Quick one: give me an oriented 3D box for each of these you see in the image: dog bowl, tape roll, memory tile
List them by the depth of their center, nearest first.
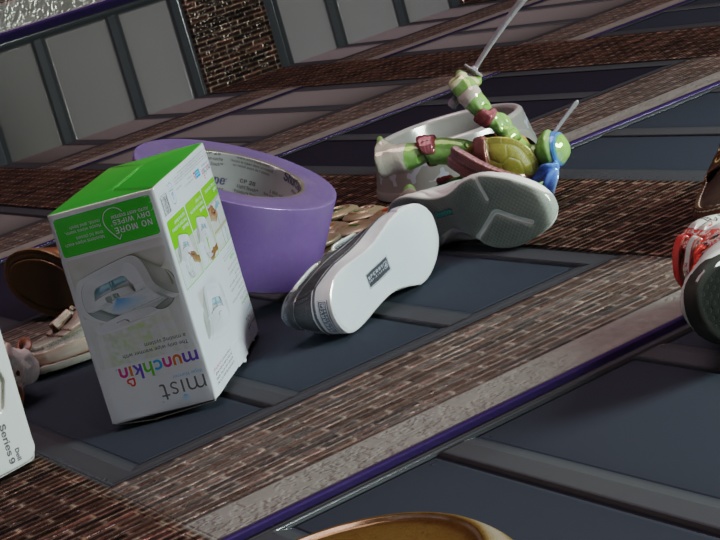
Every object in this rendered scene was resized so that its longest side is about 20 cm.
[{"bbox_3d":[-0.127,-0.054,1.695,0.198,0.086,0.200,12,17,-4],"label":"tape roll"},{"bbox_3d":[-0.048,-0.042,1.894,0.152,0.017,0.199,-25,15,-32],"label":"memory tile"},{"bbox_3d":[0.106,-0.137,2.011,0.198,0.059,0.200,-15,13,3],"label":"dog bowl"}]

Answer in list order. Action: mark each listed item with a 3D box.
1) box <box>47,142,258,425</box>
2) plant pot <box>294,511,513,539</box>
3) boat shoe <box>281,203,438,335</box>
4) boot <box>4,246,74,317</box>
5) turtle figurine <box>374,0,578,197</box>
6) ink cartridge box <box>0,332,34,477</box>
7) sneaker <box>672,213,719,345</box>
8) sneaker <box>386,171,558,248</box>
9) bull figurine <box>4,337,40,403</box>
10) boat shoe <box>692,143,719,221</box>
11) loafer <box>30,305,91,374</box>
[{"bbox_3d":[-0.162,0.006,1.459,0.096,0.178,0.200,-13,13,9],"label":"box"},{"bbox_3d":[-0.007,0.169,0.903,0.198,0.028,0.200,-15,13,3],"label":"plant pot"},{"bbox_3d":[0.000,0.000,1.542,0.067,0.072,0.200,-6,23,35],"label":"boat shoe"},{"bbox_3d":[-0.269,-0.009,1.920,0.198,0.075,0.155,3,21,24],"label":"boot"},{"bbox_3d":[0.122,-0.132,1.789,0.192,0.202,0.144,-16,-23,22],"label":"turtle figurine"},{"bbox_3d":[-0.363,0.097,1.394,0.198,0.148,0.084,-6,15,41],"label":"ink cartridge box"},{"bbox_3d":[0.245,0.006,1.197,0.107,0.068,0.200,-5,13,45],"label":"sneaker"},{"bbox_3d":[0.114,-0.062,1.650,0.080,0.071,0.199,-23,13,-39],"label":"sneaker"},{"bbox_3d":[-0.359,0.081,1.613,0.120,0.066,0.200,14,-4,-16],"label":"bull figurine"},{"bbox_3d":[0.319,-0.082,1.475,0.070,0.071,0.200,-8,16,30],"label":"boat shoe"},{"bbox_3d":[-0.236,0.037,1.684,0.198,0.064,0.072,-23,15,-27],"label":"loafer"}]
